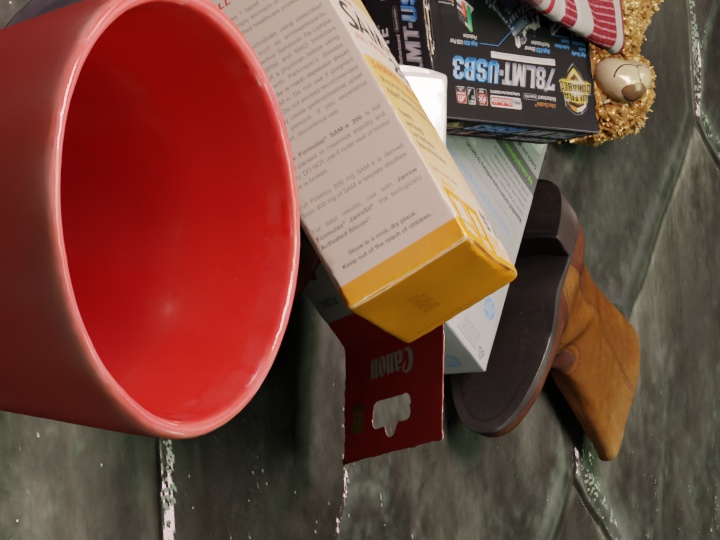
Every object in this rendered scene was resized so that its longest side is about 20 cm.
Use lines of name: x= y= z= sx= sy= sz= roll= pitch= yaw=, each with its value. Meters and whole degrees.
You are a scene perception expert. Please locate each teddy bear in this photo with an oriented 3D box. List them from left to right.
teddy bear: x=0.163 y=-0.187 z=1.969 sx=0.145 sy=0.067 sz=0.200 roll=25 pitch=65 yaw=-54

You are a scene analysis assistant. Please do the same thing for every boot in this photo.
boot: x=0.126 y=0.068 z=1.906 sx=0.200 sy=0.068 sz=0.188 roll=59 pitch=32 yaw=-49

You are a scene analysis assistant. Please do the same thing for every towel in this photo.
towel: x=0.126 y=-0.219 z=1.766 sx=0.200 sy=0.023 sz=0.144 roll=18 pitch=68 yaw=-66

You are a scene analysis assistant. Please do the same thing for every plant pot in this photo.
plant pot: x=-0.152 y=-0.021 z=1.305 sx=0.200 sy=0.177 sz=0.201 roll=11 pitch=77 yaw=-59

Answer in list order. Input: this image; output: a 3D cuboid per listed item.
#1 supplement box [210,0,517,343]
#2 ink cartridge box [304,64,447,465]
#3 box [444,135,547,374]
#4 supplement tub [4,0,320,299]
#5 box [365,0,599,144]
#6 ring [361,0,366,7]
supplement box: x=-0.008 y=-0.072 z=1.458 sx=0.200 sy=0.074 sz=0.126 roll=60 pitch=8 yaw=15
ink cartridge box: x=0.000 y=0.000 z=1.591 sx=0.050 sy=0.161 sz=0.200 roll=6 pitch=79 yaw=-18
box: x=0.053 y=-0.060 z=1.792 sx=0.156 sy=0.041 sz=0.200 roll=51 pitch=44 yaw=-43
supplement tub: x=-0.106 y=-0.057 z=1.460 sx=0.200 sy=0.107 sz=0.107 roll=49 pitch=47 yaw=-45
box: x=0.071 y=-0.181 z=1.757 sx=0.200 sy=0.050 sz=0.199 roll=0 pitch=84 yaw=-56
ring: x=-0.007 y=-0.257 z=1.721 sx=0.200 sy=0.019 sz=0.201 roll=1 pitch=89 yaw=-55
